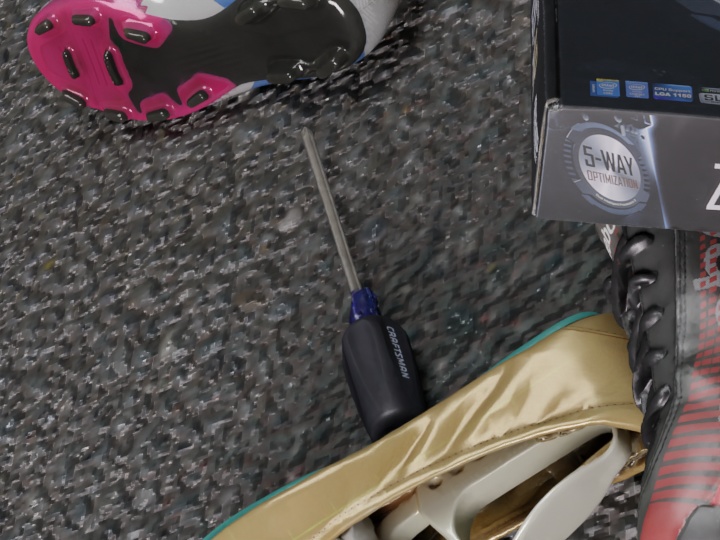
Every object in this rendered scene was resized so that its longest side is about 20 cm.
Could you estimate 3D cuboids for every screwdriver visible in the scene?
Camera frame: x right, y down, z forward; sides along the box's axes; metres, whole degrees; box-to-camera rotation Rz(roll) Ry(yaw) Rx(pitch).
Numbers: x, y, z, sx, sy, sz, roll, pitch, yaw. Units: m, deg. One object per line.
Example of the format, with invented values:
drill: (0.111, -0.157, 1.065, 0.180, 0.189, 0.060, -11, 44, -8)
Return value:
screwdriver: (0.000, 0.000, 0.959, 0.029, 0.028, 0.200, -4, 39, -5)

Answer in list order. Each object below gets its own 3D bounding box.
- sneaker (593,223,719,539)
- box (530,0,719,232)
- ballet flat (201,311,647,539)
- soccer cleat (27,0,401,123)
sneaker: (0.113, 0.020, 0.778, 0.098, 0.071, 0.200, 18, 56, 10)
box: (0.155, -0.071, 0.782, 0.200, 0.044, 0.160, 5, 37, 1)
ballet flat: (0.019, 0.086, 0.820, 0.200, 0.069, 0.063, -35, 50, 8)
soccer cleat: (-0.061, -0.117, 1.112, 0.200, 0.070, 0.086, -2, 34, 37)
